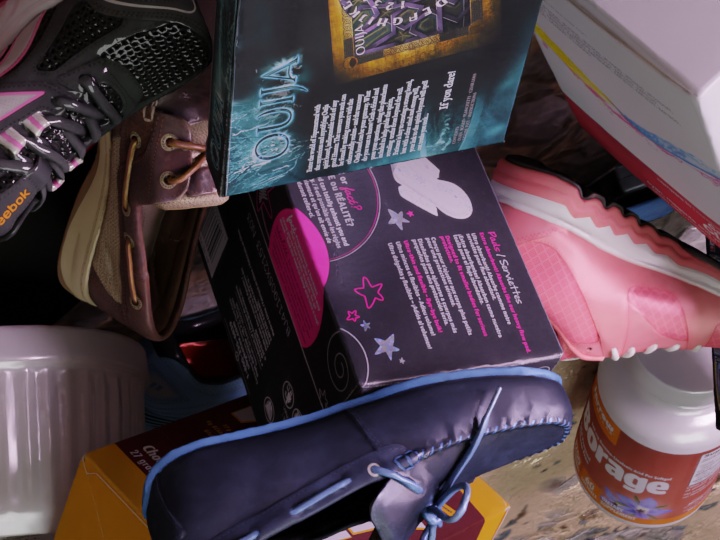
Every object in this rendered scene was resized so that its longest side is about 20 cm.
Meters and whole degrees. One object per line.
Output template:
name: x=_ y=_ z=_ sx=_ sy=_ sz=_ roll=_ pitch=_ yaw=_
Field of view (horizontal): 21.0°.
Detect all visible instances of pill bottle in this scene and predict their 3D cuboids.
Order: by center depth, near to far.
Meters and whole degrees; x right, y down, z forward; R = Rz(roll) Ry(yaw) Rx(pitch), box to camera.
pill bottle: x=0.219 y=0.097 z=1.400 sx=0.111 sy=0.113 sz=0.201 roll=-15 pitch=151 yaw=-12

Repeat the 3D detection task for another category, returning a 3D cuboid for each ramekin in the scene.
ramekin: x=-0.210 y=0.106 z=1.061 sx=0.198 sy=0.106 sz=0.200 roll=-7 pitch=166 yaw=-2

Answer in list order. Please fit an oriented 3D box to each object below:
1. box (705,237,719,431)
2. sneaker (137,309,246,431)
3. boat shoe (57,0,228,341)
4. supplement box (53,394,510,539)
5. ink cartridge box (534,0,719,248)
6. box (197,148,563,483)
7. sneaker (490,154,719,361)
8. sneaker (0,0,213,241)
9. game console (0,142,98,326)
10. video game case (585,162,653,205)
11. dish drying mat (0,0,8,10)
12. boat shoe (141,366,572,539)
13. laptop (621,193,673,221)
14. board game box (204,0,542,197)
box: x=0.248 y=0.026 z=1.164 sx=0.044 sy=0.162 sz=0.200 roll=-3 pitch=-177 yaw=-1
sneaker: x=-0.053 y=0.062 z=1.187 sx=0.198 sy=0.079 sz=0.090 roll=-2 pitch=143 yaw=-33
boat shoe: x=-0.086 y=-0.055 z=0.916 sx=0.072 sy=0.072 sz=0.201 roll=-18 pitch=138 yaw=-50
supplement box: x=-0.059 y=0.183 z=1.041 sx=0.199 sy=0.133 sz=0.198 roll=-17 pitch=140 yaw=-46
ink cartridge box: x=0.175 y=-0.124 z=0.914 sx=0.145 sy=0.145 sz=0.200 roll=-44 pitch=149 yaw=-2
box: x=0.000 y=0.000 z=0.982 sx=0.114 sy=0.201 sz=0.133 roll=-6 pitch=149 yaw=-24
sneaker: x=0.139 y=0.015 z=1.035 sx=0.199 sy=0.074 sz=0.087 roll=27 pitch=96 yaw=-18
sneaker: x=-0.146 y=-0.055 z=0.830 sx=0.199 sy=0.087 sz=0.080 roll=-26 pitch=142 yaw=15
game console: x=-0.196 y=-0.025 z=0.992 sx=0.200 sy=0.031 sz=0.176 roll=-38 pitch=142 yaw=26
video game case: x=0.196 y=-0.065 z=1.117 sx=0.142 sy=0.019 sz=0.200 roll=-20 pitch=176 yaw=-3
dish drying mat: x=-0.176 y=-0.108 z=0.841 sx=0.076 sy=0.018 sz=0.201 roll=-20 pitch=145 yaw=-1
boat shoe: x=0.004 y=0.101 z=0.874 sx=0.198 sy=0.069 sz=0.084 roll=-17 pitch=150 yaw=-3
laptop: x=0.124 y=0.033 z=1.158 sx=0.115 sy=0.202 sz=0.187 roll=15 pitch=173 yaw=-1
board game box: x=0.009 y=-0.109 z=0.768 sx=0.134 sy=0.028 sz=0.201 roll=-11 pitch=148 yaw=-15
